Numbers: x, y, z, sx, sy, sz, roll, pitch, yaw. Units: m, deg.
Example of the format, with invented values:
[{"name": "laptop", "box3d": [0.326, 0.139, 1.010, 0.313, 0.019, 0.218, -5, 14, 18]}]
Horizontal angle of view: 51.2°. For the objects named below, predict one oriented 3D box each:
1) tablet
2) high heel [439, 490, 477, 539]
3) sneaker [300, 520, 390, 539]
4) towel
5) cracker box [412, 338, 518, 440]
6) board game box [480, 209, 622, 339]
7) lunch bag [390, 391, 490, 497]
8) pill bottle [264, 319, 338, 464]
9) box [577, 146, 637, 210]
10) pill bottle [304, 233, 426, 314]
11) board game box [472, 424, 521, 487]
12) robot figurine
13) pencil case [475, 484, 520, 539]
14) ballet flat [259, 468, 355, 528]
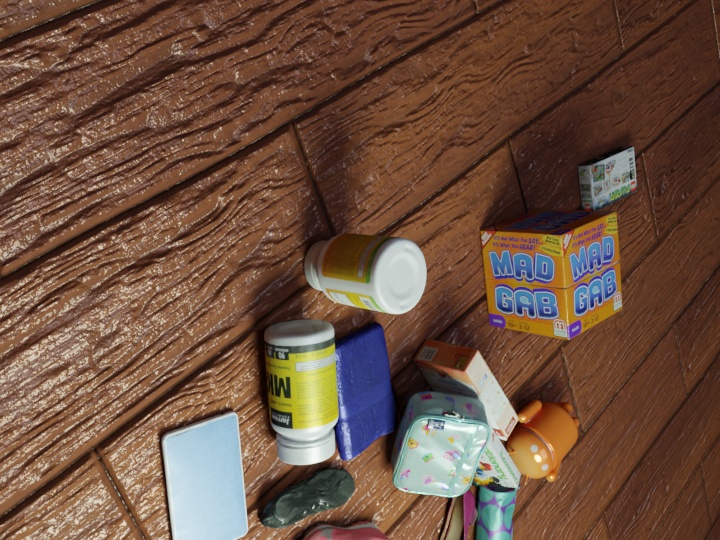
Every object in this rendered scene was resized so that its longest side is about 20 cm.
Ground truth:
[{"name": "tablet", "box3d": [-0.232, 0.326, 1.133, 0.128, 0.013, 0.206, -12, 103, -40]}, {"name": "high heel", "box3d": [0.175, 0.527, 1.477, 0.097, 0.066, 0.202, 61, 42, -39]}, {"name": "sneaker", "box3d": [-0.022, 0.476, 1.286, 0.197, 0.086, 0.076, 3, 92, -41]}, {"name": "towel", "box3d": [-0.003, 0.206, 1.304, 0.146, 0.049, 0.206, -21, 108, -45]}, {"name": "cracker box", "box3d": [0.200, 0.226, 1.423, 0.058, 0.132, 0.202, -50, 123, -25]}, {"name": "board game box", "box3d": [0.387, -0.001, 1.520, 0.197, 0.197, 0.206, -19, 107, -38]}, {"name": "lunch bag", "box3d": [0.144, 0.311, 1.338, 0.156, 0.078, 0.204, 11, 123, -6]}, {"name": "pill bottle", "box3d": [-0.090, 0.188, 1.177, 0.112, 0.113, 0.206, -10, 101, -39]}, {"name": "box", "box3d": [0.589, -0.218, 1.783, 0.197, 0.034, 0.113, -23, 109, -38]}, {"name": "pill bottle", "box3d": [0.000, 0.000, 1.179, 0.109, 0.197, 0.115, -6, 99, -40]}, {"name": "board game box", "box3d": [0.216, 0.346, 1.454, 0.202, 0.124, 0.035, 56, 44, -29]}, {"name": "robot figurine", "box3d": [0.392, 0.366, 1.619, 0.198, 0.115, 0.147, -35, 140, -33]}, {"name": "pencil case", "box3d": [0.283, 0.536, 1.563, 0.091, 0.084, 0.206, 0, 95, -40]}, {"name": "ballet flat", "box3d": [-0.085, 0.377, 1.256, 0.197, 0.056, 0.068, -4, 70, -46]}]
